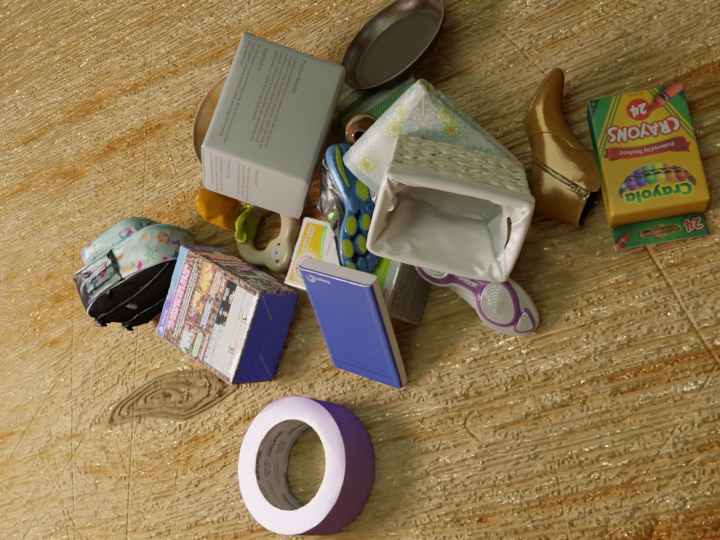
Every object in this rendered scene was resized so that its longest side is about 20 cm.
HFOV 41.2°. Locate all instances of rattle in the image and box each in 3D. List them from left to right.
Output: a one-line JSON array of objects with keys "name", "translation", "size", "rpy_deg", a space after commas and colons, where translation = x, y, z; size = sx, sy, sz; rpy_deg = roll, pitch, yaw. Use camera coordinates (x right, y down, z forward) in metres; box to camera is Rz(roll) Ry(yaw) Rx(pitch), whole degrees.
[{"name": "rattle", "translation": [-0.157, -0.060, 1.555], "size": [0.130, 0.143, 0.200], "rpy_deg": [-38, 52, 0]}]

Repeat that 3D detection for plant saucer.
[{"name": "plant saucer", "translation": [-0.214, -0.260, 1.704], "size": [0.199, 0.035, 0.202], "rpy_deg": [-9, 73, 31]}, {"name": "plant saucer", "translation": [0.056, -0.358, 1.522], "size": [0.199, 0.032, 0.201], "rpy_deg": [-27, 41, 26]}]

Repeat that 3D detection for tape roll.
[{"name": "tape roll", "translation": [-0.082, 0.294, 1.439], "size": [0.198, 0.085, 0.202], "rpy_deg": [-9, 73, 31]}]

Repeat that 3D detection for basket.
[{"name": "basket", "translation": [0.118, -0.088, 1.278], "size": [0.124, 0.198, 0.136], "rpy_deg": [-82, 6, -52]}]

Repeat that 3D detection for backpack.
[{"name": "backpack", "translation": [-0.372, -0.004, 1.656], "size": [0.199, 0.177, 0.152], "rpy_deg": [-28, 68, 20]}]

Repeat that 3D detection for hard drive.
[{"name": "hard drive", "translation": [-0.010, 0.078, 1.394], "size": [0.131, 0.201, 0.025], "rpy_deg": [15, 47, 35]}]

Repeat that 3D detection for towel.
[{"name": "towel", "translation": [0.027, -0.266, 1.514], "size": [0.152, 0.023, 0.201], "rpy_deg": [-33, 38, 22]}, {"name": "towel", "translation": [0.100, -0.151, 1.339], "size": [0.171, 0.199, 0.048], "rpy_deg": [-42, 23, 31]}]

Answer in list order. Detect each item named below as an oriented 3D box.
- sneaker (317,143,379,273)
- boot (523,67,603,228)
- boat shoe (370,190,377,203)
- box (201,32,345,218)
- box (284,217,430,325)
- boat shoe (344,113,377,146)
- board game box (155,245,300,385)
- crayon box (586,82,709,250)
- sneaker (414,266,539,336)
[{"name": "sneaker", "translation": [-0.018, -0.082, 1.393], "size": [0.083, 0.070, 0.202], "rpy_deg": [141, 119, -63]}, {"name": "boot", "translation": [0.292, -0.170, 1.334], "size": [0.143, 0.071, 0.203], "rpy_deg": [24, 96, 30]}, {"name": "boat shoe", "translation": [0.068, -0.177, 1.485], "size": [0.065, 0.074, 0.200], "rpy_deg": [45, 99, 2]}, {"name": "box", "translation": [-0.137, -0.219, 1.497], "size": [0.170, 0.200, 0.201], "rpy_deg": [18, 75, -3]}, {"name": "box", "translation": [0.000, 0.000, 1.453], "size": [0.199, 0.101, 0.114], "rpy_deg": [15, 85, 35]}, {"name": "boat shoe", "translation": [0.056, -0.149, 1.415], "size": [0.200, 0.068, 0.072], "rpy_deg": [40, 105, -11]}, {"name": "board game box", "translation": [-0.219, 0.070, 1.564], "size": [0.199, 0.096, 0.161], "rpy_deg": [27, 105, 35]}, {"name": "crayon box", "translation": [0.376, -0.136, 1.250], "size": [0.126, 0.051, 0.202], "rpy_deg": [-10, 71, 8]}, {"name": "sneaker", "translation": [0.173, 0.014, 1.353], "size": [0.199, 0.100, 0.075], "rpy_deg": [37, 112, 11]}]
